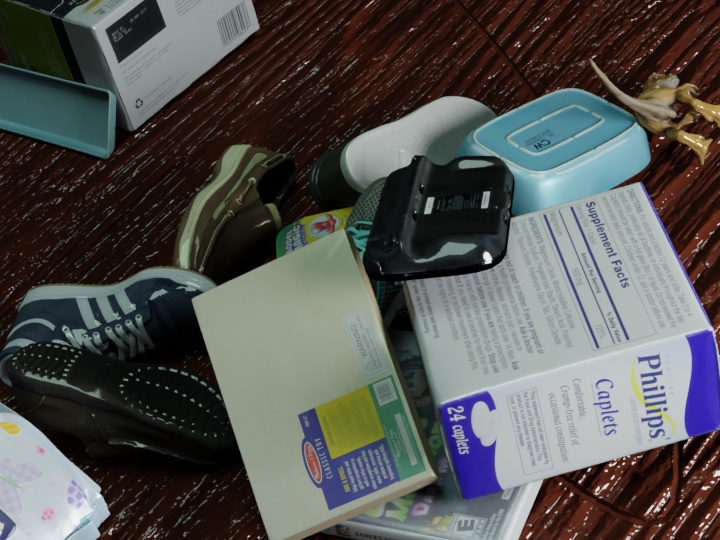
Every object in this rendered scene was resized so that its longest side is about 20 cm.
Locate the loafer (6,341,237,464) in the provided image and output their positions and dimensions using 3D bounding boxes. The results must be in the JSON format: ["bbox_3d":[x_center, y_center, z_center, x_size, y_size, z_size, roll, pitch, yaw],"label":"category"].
[{"bbox_3d":[-0.187,0.115,1.330,0.199,0.072,0.073,17,33,15],"label":"loafer"}]

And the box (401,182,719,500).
[{"bbox_3d":[0.143,0.049,1.218,0.199,0.105,0.184,-16,38,2],"label":"box"}]

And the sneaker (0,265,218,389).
[{"bbox_3d":[-0.213,0.059,1.395,0.199,0.070,0.109,-6,36,23],"label":"sneaker"}]

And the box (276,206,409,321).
[{"bbox_3d":[0.028,-0.009,1.409,0.199,0.049,0.118,-10,40,5],"label":"box"}]

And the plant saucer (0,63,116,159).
[{"bbox_3d":[-0.323,-0.168,1.710,0.199,0.070,0.019,16,20,34],"label":"plant saucer"}]

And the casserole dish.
[{"bbox_3d":[0.166,-0.107,1.438,0.199,0.039,0.121,-28,46,-36],"label":"casserole dish"}]

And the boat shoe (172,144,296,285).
[{"bbox_3d":[-0.107,-0.046,1.480,0.074,0.075,0.203,4,43,15],"label":"boat shoe"}]

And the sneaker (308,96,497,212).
[{"bbox_3d":[0.036,-0.103,1.494,0.199,0.071,0.099,-20,0,-38],"label":"sneaker"}]

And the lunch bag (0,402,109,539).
[{"bbox_3d":[-0.308,0.183,1.247,0.199,0.128,0.170,29,59,33],"label":"lunch bag"}]

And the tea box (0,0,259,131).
[{"bbox_3d":[-0.252,-0.274,1.749,0.196,0.134,0.200,24,54,37],"label":"tea box"}]

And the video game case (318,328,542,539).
[{"bbox_3d":[0.058,0.127,1.257,0.181,0.023,0.200,6,45,26],"label":"video game case"}]

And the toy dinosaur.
[{"bbox_3d":[0.256,-0.137,1.437,0.106,0.061,0.200,24,13,15],"label":"toy dinosaur"}]

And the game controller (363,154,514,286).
[{"bbox_3d":[0.062,-0.041,1.256,0.104,0.042,0.200,3,25,7],"label":"game controller"}]

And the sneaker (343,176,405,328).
[{"bbox_3d":[0.000,0.000,1.310,0.077,0.091,0.201,6,58,20],"label":"sneaker"}]

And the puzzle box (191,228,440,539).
[{"bbox_3d":[-0.035,0.086,1.221,0.132,0.025,0.201,-23,71,11],"label":"puzzle box"}]
